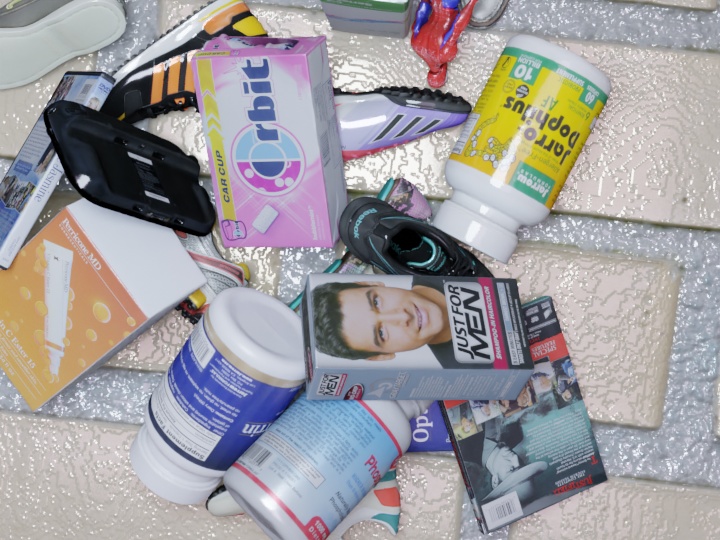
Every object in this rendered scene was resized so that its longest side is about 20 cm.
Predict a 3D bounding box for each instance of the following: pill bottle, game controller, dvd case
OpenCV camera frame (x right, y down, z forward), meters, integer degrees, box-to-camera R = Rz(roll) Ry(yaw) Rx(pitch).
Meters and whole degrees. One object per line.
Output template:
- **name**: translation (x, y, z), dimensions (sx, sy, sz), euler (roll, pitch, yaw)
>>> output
- **pill bottle**: translation (-0.024, 0.162, 1.035), dimensions (0.109, 0.109, 0.200), euler (46, 72, -2)
- **game controller**: translation (-0.203, -0.089, 1.002), dimensions (0.042, 0.200, 0.105), euler (-26, 70, 22)
- **pill bottle**: translation (0.150, -0.114, 1.068), dimensions (0.112, 0.113, 0.201), euler (27, 93, -1)
- **dvd case**: translation (-0.306, -0.101, 1.052), dimensions (0.018, 0.143, 0.201), euler (31, 84, -29)
- **pill bottle**: translation (-0.136, 0.124, 1.060), dimensions (0.115, 0.116, 0.200), euler (36, 114, -1)
- **dvd case**: translation (0.154, 0.143, 1.102), dimensions (0.145, 0.022, 0.201), euler (-21, 96, -14)

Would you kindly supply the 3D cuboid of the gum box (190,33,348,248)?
- **gum box**: translation (-0.083, -0.124, 1.046), dimensions (0.113, 0.066, 0.201), euler (1, 116, 16)

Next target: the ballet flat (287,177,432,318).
- **ballet flat**: translation (0.000, 0.000, 1.101), dimensions (0.071, 0.069, 0.200), euler (39, 89, -6)

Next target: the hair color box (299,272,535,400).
- **hair color box**: translation (0.049, 0.061, 1.005), dimensions (0.199, 0.061, 0.099), euler (1, 56, -12)

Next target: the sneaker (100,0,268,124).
- **sneaker**: translation (-0.175, -0.182, 1.089), dimensions (0.200, 0.070, 0.090), euler (-38, 89, 0)

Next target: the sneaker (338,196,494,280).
- **sneaker**: translation (0.068, 0.000, 1.061), dimensions (0.199, 0.079, 0.076), euler (28, 89, -31)

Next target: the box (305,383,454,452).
- **box**: translation (0.042, 0.123, 1.122), dimensions (0.199, 0.032, 0.122), euler (-2, 93, 2)

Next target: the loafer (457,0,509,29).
- **loafer**: translation (0.130, -0.340, 1.081), dimensions (0.071, 0.063, 0.201), euler (12, 93, 1)

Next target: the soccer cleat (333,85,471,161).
- **soccer cleat**: translation (0.010, -0.144, 1.097), dimensions (0.199, 0.068, 0.074), euler (0, 105, 2)

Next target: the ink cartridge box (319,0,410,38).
- **ink cartridge box**: translation (0.013, -0.304, 1.017), dimensions (0.087, 0.200, 0.146), euler (7, 94, 4)

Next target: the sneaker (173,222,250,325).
- **sneaker**: translation (-0.192, -0.036, 1.105), dimensions (0.082, 0.078, 0.200), euler (-42, 89, -22)

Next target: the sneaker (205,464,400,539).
- **sneaker**: translation (-0.054, 0.243, 1.109), dimensions (0.199, 0.070, 0.094), euler (-10, 87, -2)

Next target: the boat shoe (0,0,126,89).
- **boat shoe**: translation (-0.322, -0.237, 1.094), dimensions (0.201, 0.072, 0.061), euler (-17, 52, 13)

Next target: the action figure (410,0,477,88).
- **action figure**: translation (0.084, -0.272, 1.066), dimensions (0.065, 0.052, 0.201), euler (31, 126, 38)

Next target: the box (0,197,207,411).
- **box**: translation (-0.263, 0.024, 1.044), dimensions (0.200, 0.097, 0.125), euler (-36, 92, 34)
